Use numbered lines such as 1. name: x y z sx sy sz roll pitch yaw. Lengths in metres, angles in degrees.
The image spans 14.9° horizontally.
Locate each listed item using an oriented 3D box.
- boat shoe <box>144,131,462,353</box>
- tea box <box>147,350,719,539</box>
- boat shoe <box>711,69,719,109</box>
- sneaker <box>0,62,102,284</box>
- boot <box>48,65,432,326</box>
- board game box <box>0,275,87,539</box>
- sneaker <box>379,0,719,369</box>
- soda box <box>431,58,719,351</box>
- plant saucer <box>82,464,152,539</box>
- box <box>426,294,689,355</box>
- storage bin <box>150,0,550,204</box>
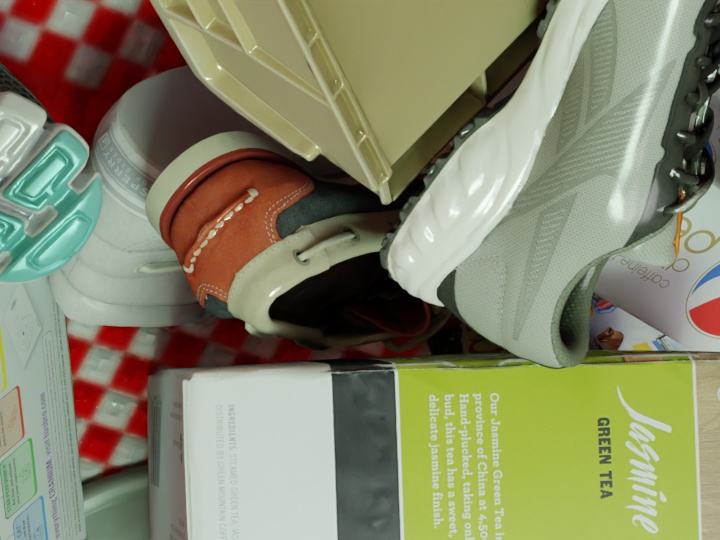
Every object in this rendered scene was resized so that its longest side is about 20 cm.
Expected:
1. boat shoe: 0.000 0.000 0.985 0.071 0.063 0.200 -50 153 14
2. tea box: 0.027 0.097 1.003 0.197 0.200 0.134 -1 89 -9
3. boat shoe: 0.144 -0.100 1.050 0.200 0.067 0.074 -33 130 -20
4. sneaker: -0.176 -0.070 0.940 0.200 0.091 0.078 39 98 -9
5. boot: -0.032 -0.038 1.039 0.200 0.074 0.096 -16 151 -40
6. board game box: -0.167 0.073 0.963 0.200 0.040 0.153 -42 136 -55
7. sneaker: 0.089 -0.055 0.873 0.200 0.079 0.074 -57 166 28
8. soda box: 0.110 -0.025 1.012 0.064 0.068 0.200 -41 132 23
9. plant saucer: -0.080 0.176 1.134 0.200 0.050 0.200 -12 120 -22
10. box: 0.105 0.039 1.141 0.136 0.038 0.200 -20 125 4
11. storage bin: 0.021 -0.152 0.843 0.200 0.094 0.199 -47 149 -12
